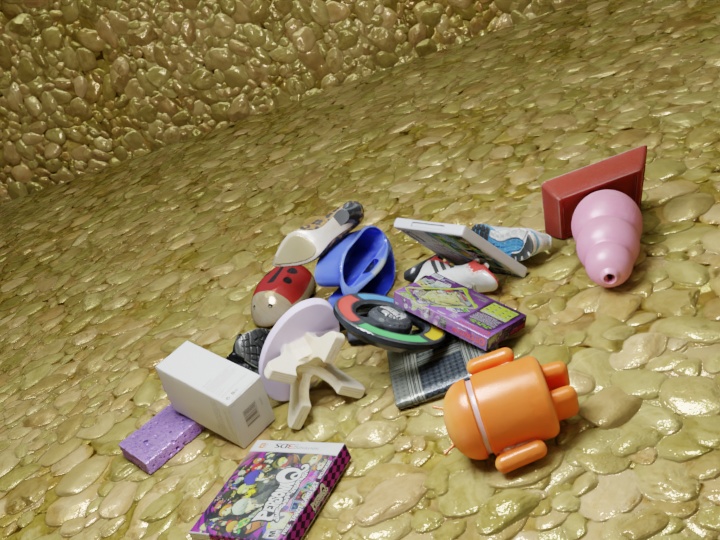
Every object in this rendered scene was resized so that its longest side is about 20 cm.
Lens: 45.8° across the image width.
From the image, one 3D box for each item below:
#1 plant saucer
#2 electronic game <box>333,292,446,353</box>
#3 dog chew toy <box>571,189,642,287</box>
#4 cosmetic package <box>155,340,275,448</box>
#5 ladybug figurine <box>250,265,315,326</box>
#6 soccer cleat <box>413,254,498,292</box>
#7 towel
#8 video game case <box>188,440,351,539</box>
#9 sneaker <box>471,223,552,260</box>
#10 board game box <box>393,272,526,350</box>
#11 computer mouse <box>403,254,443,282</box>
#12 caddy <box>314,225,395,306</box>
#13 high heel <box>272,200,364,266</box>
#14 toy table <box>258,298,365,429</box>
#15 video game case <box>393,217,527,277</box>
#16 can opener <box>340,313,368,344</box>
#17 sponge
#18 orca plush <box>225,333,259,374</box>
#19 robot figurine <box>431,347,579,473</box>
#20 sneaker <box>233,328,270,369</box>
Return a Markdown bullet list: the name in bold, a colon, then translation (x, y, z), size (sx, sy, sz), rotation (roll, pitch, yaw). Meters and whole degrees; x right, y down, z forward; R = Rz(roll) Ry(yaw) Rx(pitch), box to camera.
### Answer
- **plant saucer**: translation (0.439, -0.133, 1.584), size (0.197, 0.200, 0.037), rotation (-19, 61, 6)
- **electronic game**: translation (0.050, 0.084, 1.436), size (0.196, 0.042, 0.200), rotation (14, 18, -5)
- **dog chew toy**: translation (0.426, -0.050, 1.471), size (0.123, 0.126, 0.201), rotation (-12, 34, 22)
- **cosmetic package**: translation (-0.255, 0.213, 1.484), size (0.198, 0.109, 0.085), rotation (20, 47, 37)
- **ladybug figurine**: translation (-0.171, 0.042, 1.838), size (0.134, 0.073, 0.201), rotation (-10, 28, 26)
- **soccer cleat**: translation (0.178, 0.022, 1.604), size (0.085, 0.069, 0.199), rotation (-46, 31, -20)
- **towel**: translation (0.139, 0.146, 1.433), size (0.190, 0.035, 0.201), rotation (-22, 27, 9)
- **video game case**: translation (-0.132, 0.334, 1.270), size (0.179, 0.036, 0.200), rotation (-6, 30, 35)
- **sneaker**: translation (0.293, -0.052, 1.663), size (0.085, 0.077, 0.199), rotation (-5, 10, -32)
- **board game box**: translation (0.167, 0.066, 1.443), size (0.198, 0.033, 0.119), rotation (27, 29, 36)
- **computer mouse**: translation (0.171, -0.023, 1.738), size (0.198, 0.034, 0.059), rotation (-28, -5, -21)
- **caddy**: translation (0.000, 0.000, 1.698), size (0.104, 0.143, 0.200), rotation (-8, 29, 35)
- **high heel**: translation (-0.080, -0.068, 1.706), size (0.198, 0.072, 0.142), rotation (-33, 0, 18)
- **toy table**: translation (-0.089, 0.162, 1.437), size (0.181, 0.203, 0.117), rotation (4, 26, -24)
- **video game case**: translation (0.186, -0.043, 1.590), size (0.181, 0.199, 0.022), rotation (11, 76, 50)
- **can opener**: translation (-0.048, 0.100, 1.617), size (0.197, 0.064, 0.080), rotation (-12, 47, 32)
- **sponge**: translation (-0.333, 0.281, 1.553), size (0.199, 0.030, 0.111), rotation (-38, 30, -31)
- **orca plush**: translation (-0.210, 0.153, 1.652), size (0.198, 0.072, 0.105), rotation (-32, 26, -18)
- **robot figurine**: translation (0.199, 0.190, 1.183), size (0.197, 0.146, 0.117), rotation (-19, 2, 7)
- **sneaker**: translation (-0.174, 0.153, 1.557), size (0.086, 0.077, 0.199), rotation (-14, -14, 32)
